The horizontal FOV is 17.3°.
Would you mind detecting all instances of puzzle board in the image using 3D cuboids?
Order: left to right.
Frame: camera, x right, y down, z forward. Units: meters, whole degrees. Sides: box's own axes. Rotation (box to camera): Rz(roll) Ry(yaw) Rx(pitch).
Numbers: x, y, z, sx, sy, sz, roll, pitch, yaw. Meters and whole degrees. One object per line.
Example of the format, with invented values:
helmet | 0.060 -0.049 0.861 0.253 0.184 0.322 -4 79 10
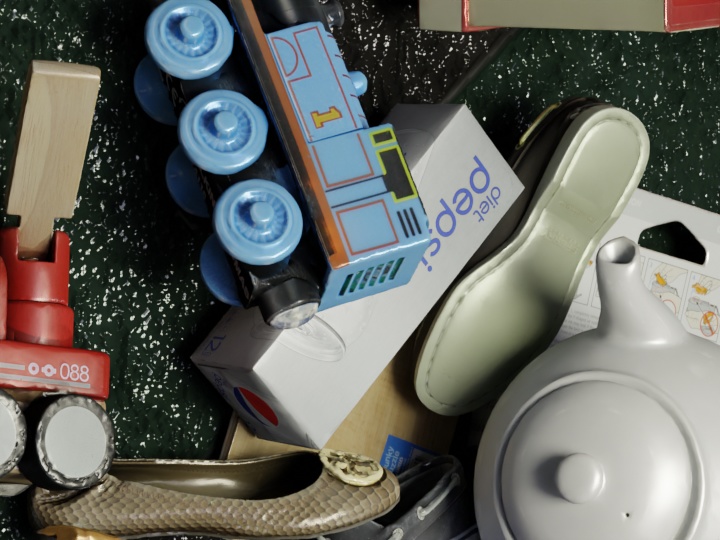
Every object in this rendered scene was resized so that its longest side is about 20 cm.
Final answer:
puzzle board | -0.005 0.070 1.346 0.150 0.017 0.201 23 81 -36

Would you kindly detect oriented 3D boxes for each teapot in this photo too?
teapot | 0.139 0.122 1.284 0.197 0.200 0.146 -41 161 14

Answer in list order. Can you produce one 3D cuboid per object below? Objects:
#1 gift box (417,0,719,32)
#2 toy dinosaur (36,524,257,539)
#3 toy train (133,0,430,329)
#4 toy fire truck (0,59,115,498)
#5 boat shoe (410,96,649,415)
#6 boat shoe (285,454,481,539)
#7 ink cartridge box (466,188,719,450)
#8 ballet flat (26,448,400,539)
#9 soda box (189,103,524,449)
gift box | 0.122 -0.223 1.307 0.200 0.186 0.186 -5 99 -51
toy dinosaur | -0.117 0.168 1.212 0.200 0.061 0.106 -36 141 9
toy train | -0.043 -0.069 1.225 0.114 0.087 0.201 -16 73 -17
toy fire truck | -0.198 0.003 1.144 0.175 0.128 0.201 9 77 -36
boat shoe | 0.090 -0.009 1.358 0.072 0.061 0.202 35 90 -29
boat shoe | -0.012 0.156 1.293 0.199 0.072 0.068 -22 109 -36
ink cartridge box | 0.166 0.042 1.453 0.199 0.043 0.175 15 84 -36
ballet flat | -0.075 0.112 1.242 0.199 0.067 0.047 -3 104 -13
soda box | 0.000 0.000 1.293 0.200 0.063 0.068 -51 120 -23
